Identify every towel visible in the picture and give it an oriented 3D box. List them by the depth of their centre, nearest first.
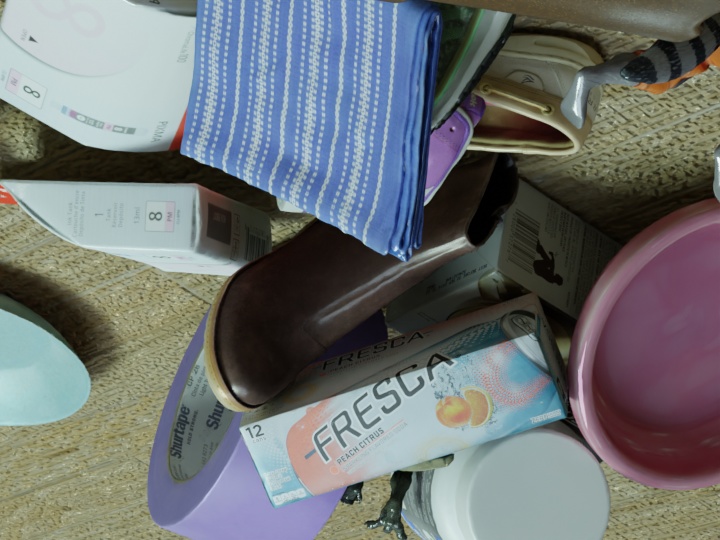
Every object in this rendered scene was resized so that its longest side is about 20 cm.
[{"bbox_3d":[-0.031,-0.100,1.384,0.024,0.145,0.200,-12,-153,-39],"label":"towel"}]

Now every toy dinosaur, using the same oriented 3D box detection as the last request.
[{"bbox_3d":[0.017,0.124,1.694,0.047,0.088,0.200,16,-167,-16],"label":"toy dinosaur"}]

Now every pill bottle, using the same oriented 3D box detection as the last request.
[{"bbox_3d":[0.093,0.145,1.696,0.114,0.114,0.200,18,178,-10],"label":"pill bottle"}]

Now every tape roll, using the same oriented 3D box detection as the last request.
[{"bbox_3d":[-0.066,0.097,1.756,0.085,0.200,0.200,24,147,-19],"label":"tape roll"}]

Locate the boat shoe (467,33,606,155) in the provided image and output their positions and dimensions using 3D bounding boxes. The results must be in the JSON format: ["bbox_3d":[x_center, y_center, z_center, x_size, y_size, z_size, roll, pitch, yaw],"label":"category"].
[{"bbox_3d":[0.044,-0.100,1.517,0.200,0.069,0.074,1,148,19],"label":"boat shoe"}]

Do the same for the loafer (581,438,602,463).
[{"bbox_3d":[0.165,0.115,1.832,0.200,0.072,0.073,7,150,8],"label":"loafer"}]

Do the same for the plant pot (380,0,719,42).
[{"bbox_3d":[0.084,-0.204,1.229,0.198,0.200,0.200,13,151,-18],"label":"plant pot"}]

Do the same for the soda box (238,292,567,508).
[{"bbox_3d":[0.027,0.082,1.602,0.200,0.068,0.064,-19,110,11],"label":"soda box"}]

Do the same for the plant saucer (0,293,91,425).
[{"bbox_3d":[-0.296,0.053,1.921,0.201,0.039,0.201,9,149,6],"label":"plant saucer"}]

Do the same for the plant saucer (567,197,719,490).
[{"bbox_3d":[0.215,0.041,1.623,0.200,0.201,0.051,35,-175,-34],"label":"plant saucer"}]

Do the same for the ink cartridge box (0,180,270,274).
[{"bbox_3d":[-0.175,-0.028,1.660,0.200,0.057,0.163,-1,175,14],"label":"ink cartridge box"}]

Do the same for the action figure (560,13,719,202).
[{"bbox_3d":[0.226,-0.121,1.315,0.200,0.193,0.105,25,153,47],"label":"action figure"}]

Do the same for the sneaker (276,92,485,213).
[{"bbox_3d":[0.017,-0.126,1.441,0.114,0.073,0.201,2,118,-9],"label":"sneaker"}]

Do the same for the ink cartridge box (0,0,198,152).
[{"bbox_3d":[-0.119,-0.116,1.527,0.200,0.057,0.163,32,148,1],"label":"ink cartridge box"}]

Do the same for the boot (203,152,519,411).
[{"bbox_3d":[0.000,0.000,1.587,0.166,0.200,0.072,-20,115,38],"label":"boot"}]

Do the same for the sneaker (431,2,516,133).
[{"bbox_3d":[0.041,-0.148,1.380,0.089,0.200,0.077,33,-170,3],"label":"sneaker"}]

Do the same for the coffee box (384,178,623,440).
[{"bbox_3d":[0.130,0.030,1.695,0.200,0.080,0.113,31,143,-29],"label":"coffee box"}]
